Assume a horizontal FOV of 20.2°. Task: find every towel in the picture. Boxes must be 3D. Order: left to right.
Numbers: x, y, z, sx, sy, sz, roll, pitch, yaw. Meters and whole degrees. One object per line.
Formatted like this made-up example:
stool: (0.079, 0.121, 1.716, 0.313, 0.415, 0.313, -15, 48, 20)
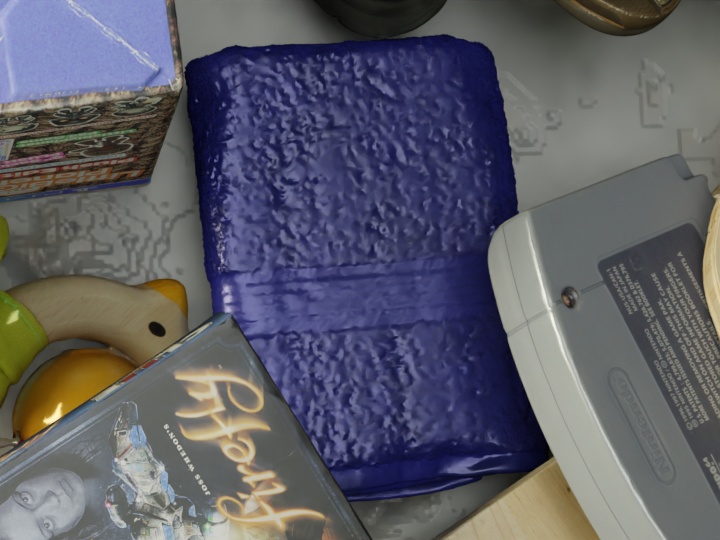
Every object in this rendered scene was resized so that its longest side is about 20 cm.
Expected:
towel: (0.000, 0.000, 0.887, 0.147, 0.050, 0.201, -4, 83, -16)

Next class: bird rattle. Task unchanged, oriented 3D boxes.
bird rattle: (-0.133, 0.075, 0.832, 0.162, 0.113, 0.201, -8, 87, -26)

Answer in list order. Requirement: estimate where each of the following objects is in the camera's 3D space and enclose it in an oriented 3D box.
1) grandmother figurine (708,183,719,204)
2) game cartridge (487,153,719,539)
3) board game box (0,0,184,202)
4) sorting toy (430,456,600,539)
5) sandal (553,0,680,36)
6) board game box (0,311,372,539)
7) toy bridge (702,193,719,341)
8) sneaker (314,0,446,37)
grandmother figurine: (0.249, 0.012, 0.893, 0.200, 0.061, 0.121, 40, 98, 12)
game cartridge: (0.135, 0.056, 0.843, 0.133, 0.041, 0.201, -19, 80, -44)
board game box: (-0.134, -0.121, 0.800, 0.096, 0.200, 0.160, -7, 85, -10)
sorting toy: (0.080, 0.200, 0.860, 0.198, 0.070, 0.201, -32, 88, -11)
sandal: (0.065, -0.166, 0.893, 0.082, 0.055, 0.200, -32, 64, -25)
board game box: (-0.055, 0.137, 0.781, 0.135, 0.035, 0.201, -33, 97, -11)
toy bridge: (0.182, -0.014, 0.854, 0.067, 0.027, 0.201, 14, 67, 1)
sneaker: (-0.038, -0.189, 0.870, 0.200, 0.091, 0.076, 36, 72, 10)
